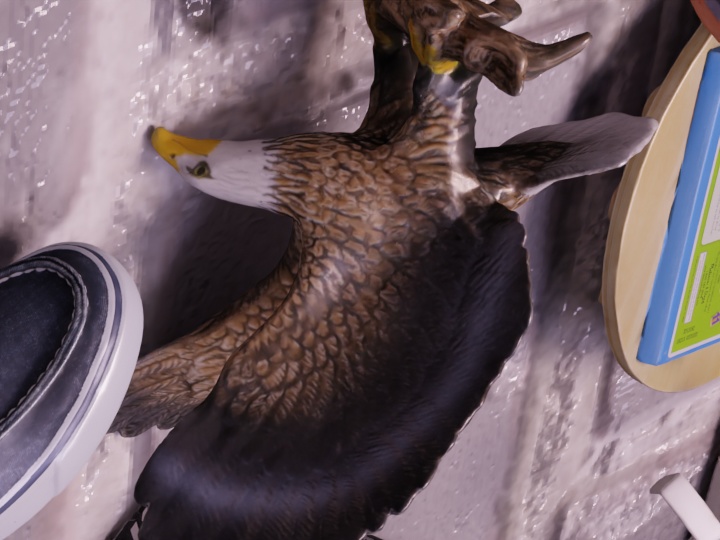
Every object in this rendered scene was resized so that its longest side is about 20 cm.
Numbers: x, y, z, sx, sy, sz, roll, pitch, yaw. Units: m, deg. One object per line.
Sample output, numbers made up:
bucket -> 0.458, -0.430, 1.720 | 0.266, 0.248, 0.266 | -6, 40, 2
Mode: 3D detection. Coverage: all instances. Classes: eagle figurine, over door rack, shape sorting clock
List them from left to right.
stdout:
eagle figurine -> -0.007, -0.003, 0.833 | 0.151, 0.150, 0.201 | -1, 111, -60
over door rack -> 0.091, 0.178, 1.097 | 0.148, 0.067, 0.200 | -43, 171, -14
shape sorting clock -> 0.163, -0.043, 1.045 | 0.199, 0.039, 0.201 | -29, 134, -35

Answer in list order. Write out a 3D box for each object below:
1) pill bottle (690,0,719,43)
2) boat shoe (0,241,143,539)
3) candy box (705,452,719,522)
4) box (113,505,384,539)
pill bottle -> 0.205, -0.140, 0.943 | 0.199, 0.106, 0.107 | -29, 140, -41
boat shoe -> -0.154, 0.056, 0.754 | 0.200, 0.071, 0.091 | -45, 149, -6
candy box -> 0.264, 0.103, 1.279 | 0.199, 0.071, 0.169 | -21, 136, -37
box -> -0.054, 0.172, 0.998 | 0.160, 0.049, 0.200 | -53, 146, 5
